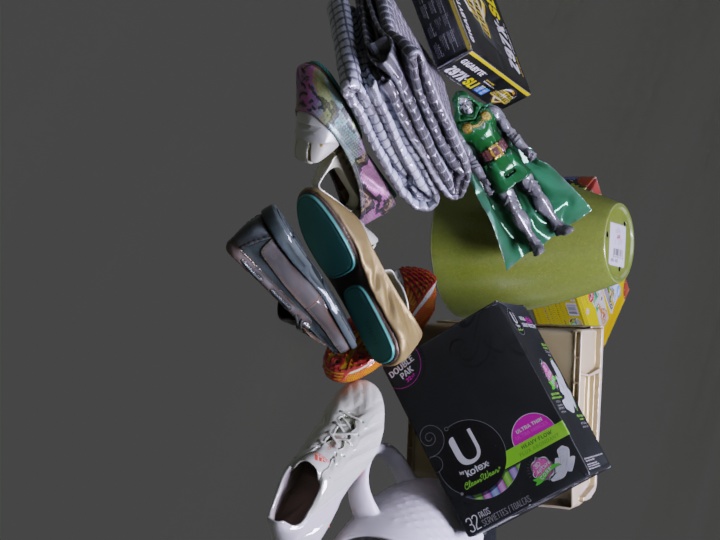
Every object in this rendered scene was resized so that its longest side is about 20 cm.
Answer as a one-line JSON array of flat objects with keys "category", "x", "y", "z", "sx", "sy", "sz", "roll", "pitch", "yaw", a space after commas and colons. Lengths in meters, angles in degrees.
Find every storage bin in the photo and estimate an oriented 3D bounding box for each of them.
[{"category": "storage bin", "x": 0.161, "y": 0.157, "z": 1.673, "sx": 0.094, "sy": 0.199, "sz": 0.199, "roll": 7, "pitch": 86, "yaw": -68}]

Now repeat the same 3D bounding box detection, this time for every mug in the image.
[{"category": "mug", "x": 0.044, "y": 0.275, "z": 1.563, "sx": 0.200, "sy": 0.147, "sz": 0.175, "roll": 65, "pitch": 29, "yaw": -9}]

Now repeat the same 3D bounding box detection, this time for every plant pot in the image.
[{"category": "plant pot", "x": 0.215, "y": -0.033, "z": 1.766, "sx": 0.187, "sy": 0.199, "sz": 0.188, "roll": -4, "pitch": 95, "yaw": -59}]

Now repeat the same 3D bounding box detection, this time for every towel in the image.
[{"category": "towel", "x": 0.044, "y": -0.183, "z": 1.536, "sx": 0.166, "sy": 0.085, "sz": 0.200, "roll": -100, "pitch": 164, "yaw": -48}]

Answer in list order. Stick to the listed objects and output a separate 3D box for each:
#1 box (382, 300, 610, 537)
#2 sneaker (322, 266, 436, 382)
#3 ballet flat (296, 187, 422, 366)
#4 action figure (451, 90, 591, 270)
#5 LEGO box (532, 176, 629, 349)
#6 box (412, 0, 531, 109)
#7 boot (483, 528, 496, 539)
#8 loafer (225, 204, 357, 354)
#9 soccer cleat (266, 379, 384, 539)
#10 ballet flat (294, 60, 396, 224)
[{"category": "box", "x": 0.143, "y": 0.153, "z": 1.560, "sx": 0.200, "sy": 0.148, "sz": 0.124, "roll": 63, "pitch": 15, "yaw": 13}, {"category": "sneaker", "x": 0.028, "y": 0.071, "z": 1.591, "sx": 0.200, "sy": 0.073, "sz": 0.077, "roll": -39, "pitch": 140, "yaw": -46}, {"category": "ballet flat", "x": 0.000, "y": 0.000, "z": 1.505, "sx": 0.063, "sy": 0.069, "sz": 0.200, "roll": -32, "pitch": 100, "yaw": -41}, {"category": "action figure", "x": 0.158, "y": -0.113, "z": 1.647, "sx": 0.118, "sy": 0.055, "sz": 0.200, "roll": -36, "pitch": 100, "yaw": -7}, {"category": "LEGO box", "x": 0.284, "y": -0.003, "z": 1.998, "sx": 0.149, "sy": 0.077, "sz": 0.200, "roll": -58, "pitch": 137, "yaw": -41}, {"category": "box", "x": 0.109, "y": -0.290, "z": 1.651, "sx": 0.160, "sy": 0.049, "sz": 0.201, "roll": 24, "pitch": 44, "yaw": -59}, {"category": "boot", "x": 0.108, "y": 0.323, "z": 1.730, "sx": 0.203, "sy": 0.073, "sz": 0.154, "roll": 27, "pitch": 66, "yaw": -62}, {"category": "loafer", "x": -0.067, "y": 0.017, "z": 1.453, "sx": 0.200, "sy": 0.063, "sz": 0.072, "roll": 60, "pitch": 1, "yaw": -42}, {"category": "soccer cleat", "x": -0.032, "y": 0.188, "z": 1.484, "sx": 0.200, "sy": 0.069, "sz": 0.078, "roll": -63, "pitch": 152, "yaw": -26}, {"category": "ballet flat", "x": -0.026, "y": -0.117, "z": 1.506, "sx": 0.071, "sy": 0.069, "sz": 0.200, "roll": -44, "pitch": 133, "yaw": -16}]
